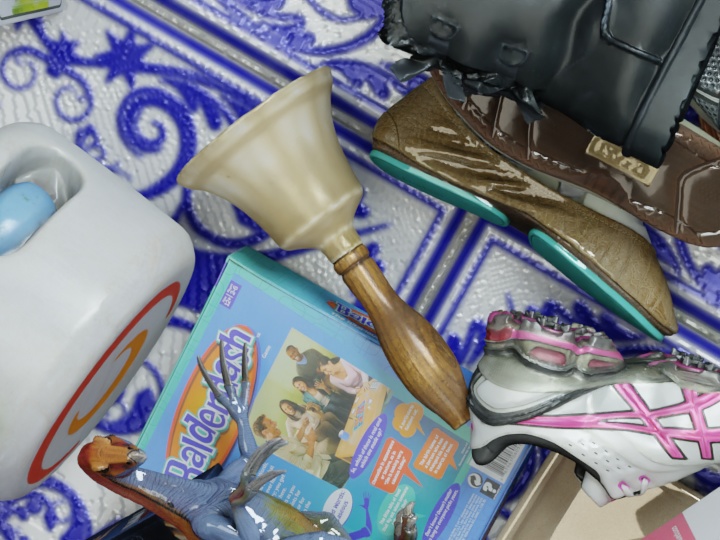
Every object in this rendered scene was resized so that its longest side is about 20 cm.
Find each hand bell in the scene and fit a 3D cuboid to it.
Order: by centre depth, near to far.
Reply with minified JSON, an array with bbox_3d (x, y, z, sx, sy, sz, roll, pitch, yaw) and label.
[{"bbox_3d":[0.000,0.000,1.619,0.104,0.104,0.200,-38,85,15],"label":"hand bell"}]

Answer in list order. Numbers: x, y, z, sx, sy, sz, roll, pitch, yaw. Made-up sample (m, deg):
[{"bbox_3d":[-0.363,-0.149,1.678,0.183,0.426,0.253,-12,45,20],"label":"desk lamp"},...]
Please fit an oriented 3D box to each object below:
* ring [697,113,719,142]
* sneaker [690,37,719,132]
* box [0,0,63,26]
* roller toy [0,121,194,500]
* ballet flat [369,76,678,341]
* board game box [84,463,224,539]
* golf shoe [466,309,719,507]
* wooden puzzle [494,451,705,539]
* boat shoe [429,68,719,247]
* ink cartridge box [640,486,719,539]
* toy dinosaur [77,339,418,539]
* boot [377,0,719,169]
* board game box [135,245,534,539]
[{"bbox_3d":[0.279,-0.096,1.592,0.200,0.019,0.201,2,100,12],"label":"ring"},{"bbox_3d":[0.236,-0.073,1.557,0.200,0.075,0.081,45,105,3],"label":"sneaker"},{"bbox_3d":[-0.277,-0.160,1.658,0.199,0.117,0.060,-5,98,13],"label":"box"},{"bbox_3d":[-0.192,0.018,1.633,0.140,0.200,0.183,37,94,6],"label":"roller toy"},{"bbox_3d":[0.101,-0.042,1.625,0.200,0.068,0.072,32,84,10],"label":"ballet flat"},{"bbox_3d":[-0.077,0.223,1.687,0.135,0.035,0.200,-31,99,29],"label":"board game box"},{"bbox_3d":[0.154,0.085,1.607,0.199,0.073,0.092,14,93,-3],"label":"golf shoe"},{"bbox_3d":[0.154,0.207,1.659,0.200,0.037,0.185,31,103,0],"label":"wooden puzzle"},{"bbox_3d":[0.115,-0.080,1.575,0.202,0.075,0.075,37,100,-6],"label":"boat shoe"},{"bbox_3d":[0.258,0.162,1.569,0.200,0.083,0.147,-35,111,7],"label":"ink cartridge box"},{"bbox_3d":[-0.061,0.142,1.592,0.181,0.105,0.201,2,94,-4],"label":"toy dinosaur"},{"bbox_3d":[0.111,-0.161,1.493,0.162,0.073,0.199,25,93,6],"label":"boot"},{"bbox_3d":[-0.016,0.101,1.676,0.200,0.045,0.152,30,105,6],"label":"board game box"}]
